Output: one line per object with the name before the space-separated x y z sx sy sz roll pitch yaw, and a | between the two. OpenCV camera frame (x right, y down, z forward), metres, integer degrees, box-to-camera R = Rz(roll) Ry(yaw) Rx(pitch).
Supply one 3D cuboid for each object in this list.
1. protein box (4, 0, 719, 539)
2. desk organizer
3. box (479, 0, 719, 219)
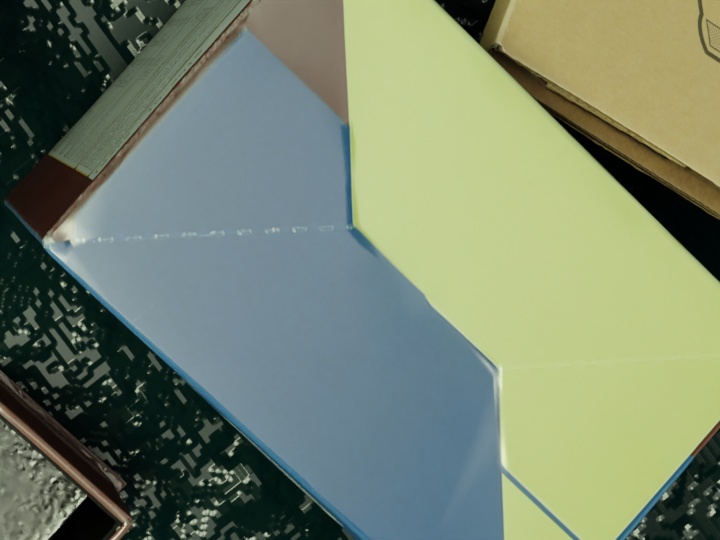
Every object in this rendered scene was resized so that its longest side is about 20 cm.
protein box | 0.000 0.000 0.814 0.198 0.200 0.135 43 86 -12
desk organizer | -0.172 0.133 0.855 0.072 0.077 0.200 43 86 -12
box | 0.137 -0.115 0.812 0.163 0.021 0.201 30 66 -19
